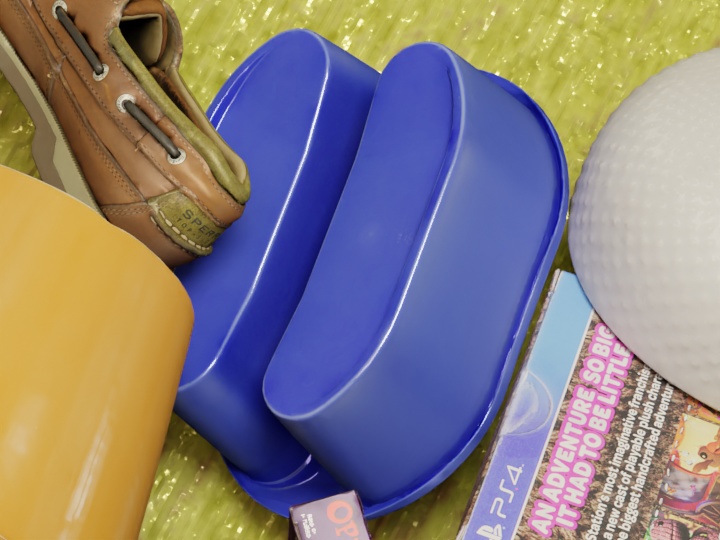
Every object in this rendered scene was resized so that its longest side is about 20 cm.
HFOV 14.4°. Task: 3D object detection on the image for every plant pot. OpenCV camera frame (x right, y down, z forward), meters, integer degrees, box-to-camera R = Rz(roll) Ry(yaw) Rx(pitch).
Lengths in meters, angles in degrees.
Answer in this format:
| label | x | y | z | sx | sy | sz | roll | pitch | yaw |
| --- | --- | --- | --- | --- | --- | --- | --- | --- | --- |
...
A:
| label | x | y | z | sx | sy | sz | roll | pitch | yaw |
| --- | --- | --- | --- | --- | --- | --- | --- | --- | --- |
| plant pot | -0.153 | 0.066 | 1.006 | 0.200 | 0.200 | 0.183 | 23 | 69 | 6 |

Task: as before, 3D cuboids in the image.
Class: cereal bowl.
| label | x | y | z | sx | sy | sz | roll | pitch | yaw |
| --- | --- | --- | --- | --- | --- | --- | --- | --- | --- |
| cereal bowl | 0.186 | -0.026 | 1.104 | 0.200 | 0.083 | 0.200 | 10 | 39 | -8 |

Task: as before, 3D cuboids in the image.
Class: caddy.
| label | x | y | z | sx | sy | sz | roll | pitch | yaw |
| --- | --- | --- | --- | --- | --- | --- | --- | --- | --- |
| caddy | 0.000 | 0.000 | 1.126 | 0.141 | 0.105 | 0.200 | 10 | 71 | 38 |

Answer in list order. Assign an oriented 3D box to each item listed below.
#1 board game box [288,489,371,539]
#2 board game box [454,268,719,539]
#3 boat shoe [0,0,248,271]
| label | x | y | z | sx | sy | sz | roll | pitch | yaw |
| --- | --- | --- | --- | --- | --- | --- | --- | --- | --- |
| board game box | 0.001 | 0.157 | 1.039 | 0.032 | 0.200 | 0.120 | -12 | 75 | -5 |
| board game box | 0.137 | 0.114 | 1.073 | 0.200 | 0.097 | 0.160 | 20 | 44 | 5 |
| boat shoe | -0.101 | -0.087 | 1.110 | 0.068 | 0.072 | 0.200 | -35 | 67 | 17 |
